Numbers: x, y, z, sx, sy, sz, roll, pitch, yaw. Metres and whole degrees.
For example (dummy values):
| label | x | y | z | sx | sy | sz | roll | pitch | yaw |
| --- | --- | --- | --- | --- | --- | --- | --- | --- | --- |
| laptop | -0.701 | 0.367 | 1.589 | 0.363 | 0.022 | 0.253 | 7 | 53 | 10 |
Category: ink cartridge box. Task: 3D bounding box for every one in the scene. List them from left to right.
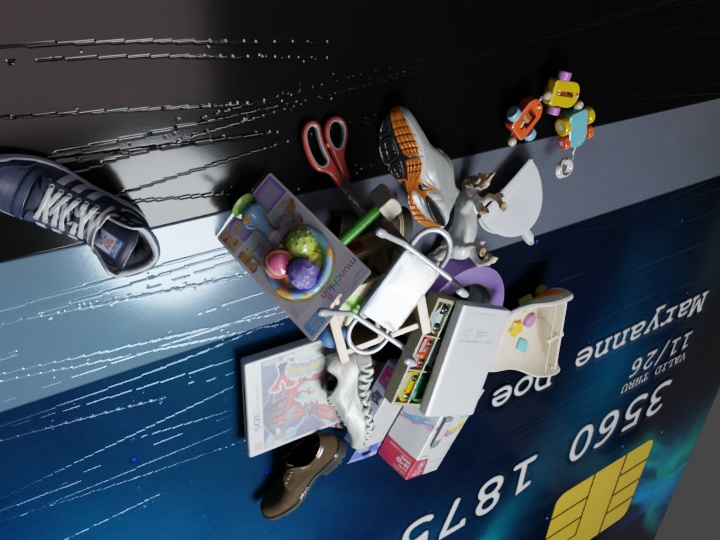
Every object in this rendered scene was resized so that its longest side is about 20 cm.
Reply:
| label | x | y | z | sx | sy | sz | roll | pitch | yaw |
| --- | --- | --- | --- | --- | --- | --- | --- | --- | --- |
| ink cartridge box | 0.039 | 0.256 | 1.165 | 0.118 | 0.041 | 0.204 | 9 | 110 | -62 |
| ink cartridge box | 0.140 | 0.294 | 1.239 | 0.146 | 0.085 | 0.204 | 12 | 111 | -56 |

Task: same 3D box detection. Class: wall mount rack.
| label | x | y | z | sx | sy | sz | roll | pitch | yaw |
| --- | --- | --- | --- | --- | --- | --- | --- | --- | --- |
| wall mount rack | 0.038 | 0.028 | 0.786 | 0.172 | 0.075 | 0.202 | 31 | 101 | -28 |

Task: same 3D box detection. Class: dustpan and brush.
| label | x | y | z | sx | sy | sz | roll | pitch | yaw |
| --- | --- | --- | --- | --- | --- | --- | --- | --- | --- |
| dustpan and brush | 0.291 | -0.099 | 1.155 | 0.140 | 0.057 | 0.200 | -46 | 128 | -1 |

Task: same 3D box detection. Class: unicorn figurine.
| label | x | y | z | sx | sy | sz | roll | pitch | yaw |
| --- | --- | --- | --- | --- | --- | --- | --- | --- | --- |
| unicorn figurine | 0.169 | -0.060 | 1.043 | 0.073 | 0.136 | 0.205 | 24 | 87 | -33 |

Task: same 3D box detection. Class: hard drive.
| label | x | y | z | sx | sy | sz | roll | pitch | yaw |
| --- | --- | --- | --- | --- | --- | --- | --- | --- | --- |
| hard drive | 0.183 | 0.156 | 1.102 | 0.129 | 0.026 | 0.206 | 8 | 106 | -40 |

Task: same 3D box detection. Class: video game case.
| label | x | y | z | sx | sy | sz | roll | pitch | yaw |
| --- | --- | --- | --- | --- | --- | --- | --- | --- | --- |
| video game case | -0.099 | 0.197 | 1.035 | 0.195 | 0.023 | 0.187 | -15 | 122 | -30 |

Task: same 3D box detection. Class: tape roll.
| label | x | y | z | sx | sy | sz | roll | pitch | yaw |
| --- | --- | --- | --- | --- | --- | --- | --- | --- | --- |
| tape roll | 0.169 | 0.069 | 1.152 | 0.196 | 0.066 | 0.205 | -19 | 128 | -26 |

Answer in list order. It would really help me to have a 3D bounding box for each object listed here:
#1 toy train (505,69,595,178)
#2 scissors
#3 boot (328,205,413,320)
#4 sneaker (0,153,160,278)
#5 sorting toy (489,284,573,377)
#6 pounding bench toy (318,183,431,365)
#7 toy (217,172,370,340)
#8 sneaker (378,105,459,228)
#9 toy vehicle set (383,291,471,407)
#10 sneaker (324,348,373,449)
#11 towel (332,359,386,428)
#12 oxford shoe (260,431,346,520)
| label | x | y | z | sx | sy | sz | roll | pitch | yaw |
| --- | --- | --- | --- | --- | --- | --- | --- | --- | --- |
| toy train | 0.317 | -0.252 | 1.072 | 0.198 | 0.056 | 0.152 | 28 | 100 | -41 |
| scissors | -0.028 | -0.119 | 0.890 | 0.072 | 0.014 | 0.205 | -31 | 118 | -26 |
| boot | 0.000 | 0.000 | 0.984 | 0.135 | 0.077 | 0.207 | -3 | 106 | -30 |
| sneaker | -0.307 | -0.056 | 0.682 | 0.197 | 0.108 | 0.071 | 24 | 103 | -43 |
| sorting toy | 0.324 | 0.130 | 1.292 | 0.175 | 0.107 | 0.205 | -17 | 127 | -18 |
| pounding bench toy | -0.007 | -0.002 | 0.874 | 0.152 | 0.125 | 0.205 | -18 | 118 | -8 |
| toy | -0.095 | -0.025 | 0.802 | 0.116 | 0.200 | 0.047 | -47 | 159 | 3 |
| sneaker | 0.093 | -0.167 | 0.956 | 0.093 | 0.074 | 0.203 | -54 | 132 | -33 |
| toy vehicle set | 0.127 | 0.142 | 1.095 | 0.122 | 0.026 | 0.205 | 12 | 106 | -41 |
| sneaker | -0.021 | 0.212 | 1.046 | 0.079 | 0.075 | 0.206 | -10 | 118 | -15 |
| towel | -0.047 | 0.211 | 1.109 | 0.197 | 0.023 | 0.147 | 19 | 104 | -42 |
| oxford shoe | -0.119 | 0.353 | 1.107 | 0.201 | 0.073 | 0.084 | -50 | 131 | 7 |
